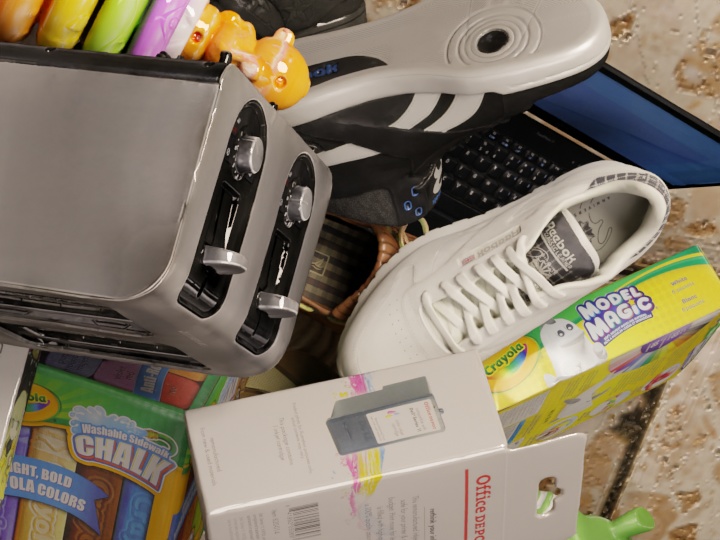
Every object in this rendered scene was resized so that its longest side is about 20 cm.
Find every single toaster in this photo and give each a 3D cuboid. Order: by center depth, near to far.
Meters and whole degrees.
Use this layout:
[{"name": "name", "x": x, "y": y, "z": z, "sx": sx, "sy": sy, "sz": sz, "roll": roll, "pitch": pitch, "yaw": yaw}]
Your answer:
[{"name": "toaster", "x": -0.130, "y": -0.031, "z": 0.966, "sx": 0.199, "sy": 0.119, "sz": 0.181, "roll": 7, "pitch": 167, "yaw": 16}]

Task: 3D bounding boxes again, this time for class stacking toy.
[{"name": "stacking toy", "x": -0.112, "y": -0.133, "z": 0.978, "sx": 0.199, "sy": 0.110, "sz": 0.117, "roll": 27, "pitch": 95, "yaw": -9}]

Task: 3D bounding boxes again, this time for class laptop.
[{"name": "laptop", "x": 0.103, "y": -0.039, "z": 1.177, "sx": 0.177, "sy": 0.103, "sz": 0.200, "roll": 27, "pitch": 113, "yaw": -25}]

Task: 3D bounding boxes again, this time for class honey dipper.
[{"name": "honey dipper", "x": -0.078, "y": -0.007, "z": 1.199, "sx": 0.038, "sy": 0.038, "sz": 0.200, "roll": -37, "pitch": 120, "yaw": 12}]

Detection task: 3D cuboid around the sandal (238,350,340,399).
[{"name": "sandal", "x": -0.002, "y": 0.133, "z": 1.186, "sx": 0.080, "sy": 0.200, "sz": 0.054, "roll": -29, "pitch": 153, "yaw": -15}]

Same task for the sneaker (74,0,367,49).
[{"name": "sneaker", "x": -0.063, "y": -0.158, "z": 1.095, "sx": 0.199, "sy": 0.060, "sz": 0.105, "roll": -11, "pitch": 124, "yaw": -10}]

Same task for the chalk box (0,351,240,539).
[{"name": "chalk box", "x": -0.139, "y": 0.078, "z": 1.166, "sx": 0.123, "sy": 0.125, "sz": 0.201, "roll": 18, "pitch": 121, "yaw": 5}]

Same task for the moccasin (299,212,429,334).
[{"name": "moccasin", "x": 0.001, "y": -0.002, "z": 1.165, "sx": 0.201, "sy": 0.078, "sz": 0.074, "roll": 27, "pitch": 83, "yaw": -18}]

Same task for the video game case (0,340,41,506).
[{"name": "video game case", "x": -0.261, "y": 0.016, "z": 1.076, "sx": 0.199, "sy": 0.036, "sz": 0.182, "roll": 13, "pitch": 77, "yaw": 3}]

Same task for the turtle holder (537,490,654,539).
[{"name": "turtle holder", "x": 0.132, "y": 0.231, "z": 1.335, "sx": 0.131, "sy": 0.142, "sz": 0.185, "roll": -26, "pitch": 135, "yaw": 26}]

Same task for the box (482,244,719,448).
[{"name": "box", "x": 0.133, "y": 0.052, "z": 1.218, "sx": 0.199, "sy": 0.049, "sz": 0.117, "roll": -21, "pitch": 160, "yaw": -20}]

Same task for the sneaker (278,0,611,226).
[{"name": "sneaker", "x": 0.045, "y": -0.082, "z": 1.087, "sx": 0.199, "sy": 0.073, "sz": 0.112, "roll": -9, "pitch": 137, "yaw": 20}]

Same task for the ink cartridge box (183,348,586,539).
[{"name": "ink cartridge box", "x": 0.014, "y": 0.110, "z": 1.099, "sx": 0.199, "sy": 0.068, "sz": 0.117, "roll": -11, "pitch": 143, "yaw": -7}]

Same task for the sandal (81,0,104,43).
[{"name": "sandal", "x": -0.113, "y": -0.198, "z": 1.041, "sx": 0.080, "sy": 0.054, "sz": 0.201, "roll": 1, "pitch": 105, "yaw": 16}]

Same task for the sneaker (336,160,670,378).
[{"name": "sneaker", "x": 0.073, "y": 0.005, "z": 1.099, "sx": 0.200, "sy": 0.081, "sz": 0.077, "roll": -35, "pitch": 98, "yaw": 0}]
